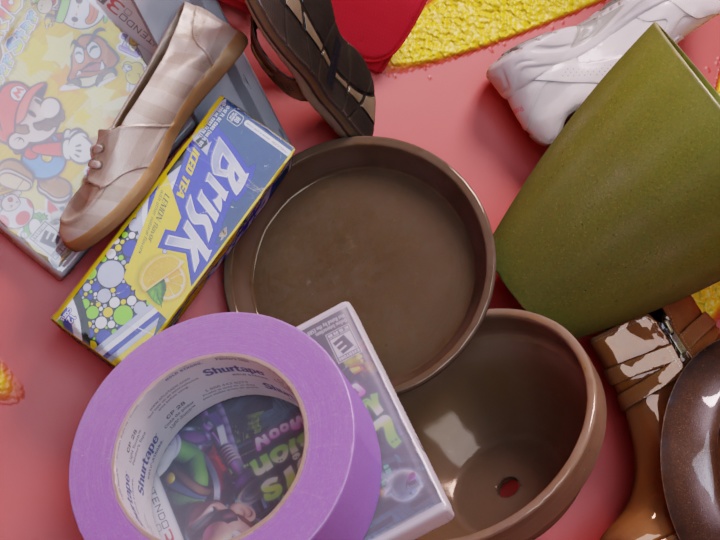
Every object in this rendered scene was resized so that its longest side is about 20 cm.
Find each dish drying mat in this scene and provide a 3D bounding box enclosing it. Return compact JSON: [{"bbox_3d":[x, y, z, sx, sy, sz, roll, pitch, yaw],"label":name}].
[{"bbox_3d":[-0.043,-0.210,1.355,0.200,0.018,0.077,21,108,-33],"label":"dish drying mat"}]

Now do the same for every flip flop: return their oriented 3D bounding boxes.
[{"bbox_3d":[-0.046,-0.161,1.337,0.058,0.200,0.081,-2,58,26],"label":"flip flop"}]

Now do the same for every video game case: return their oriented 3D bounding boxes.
[{"bbox_3d":[-0.224,-0.124,1.354,0.182,0.023,0.200,40,73,-2],"label":"video game case"},{"bbox_3d":[-0.060,0.138,1.264,0.200,0.023,0.182,-28,57,2],"label":"video game case"}]

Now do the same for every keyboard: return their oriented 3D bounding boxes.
[{"bbox_3d":[-0.116,-0.160,1.353,0.056,0.011,0.200,-29,108,-7],"label":"keyboard"}]

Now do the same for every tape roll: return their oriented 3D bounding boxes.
[{"bbox_3d":[-0.090,0.131,1.228,0.200,0.066,0.200,-9,60,16],"label":"tape roll"}]

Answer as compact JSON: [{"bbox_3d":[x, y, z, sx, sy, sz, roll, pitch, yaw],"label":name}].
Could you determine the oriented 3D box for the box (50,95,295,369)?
[{"bbox_3d":[-0.131,-0.022,1.317,0.070,0.064,0.200,36,82,0],"label":"box"}]

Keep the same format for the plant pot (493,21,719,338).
[{"bbox_3d":[0.196,-0.045,1.349,0.200,0.187,0.187,-39,89,14],"label":"plant pot"}]

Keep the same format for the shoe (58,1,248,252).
[{"bbox_3d":[-0.157,-0.103,1.308,0.053,0.070,0.200,40,75,-21],"label":"shoe"}]

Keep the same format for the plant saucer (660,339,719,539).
[{"bbox_3d":[0.301,0.145,1.356,0.200,0.032,0.200,8,76,-34],"label":"plant saucer"}]

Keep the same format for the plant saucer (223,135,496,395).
[{"bbox_3d":[0.000,0.000,1.343,0.200,0.029,0.200,-2,74,8],"label":"plant saucer"}]

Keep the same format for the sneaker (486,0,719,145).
[{"bbox_3d":[0.200,-0.157,1.436,0.200,0.078,0.099,-26,94,-10],"label":"sneaker"}]

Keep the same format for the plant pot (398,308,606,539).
[{"bbox_3d":[0.089,0.133,1.311,0.201,0.201,0.093,-50,132,-17],"label":"plant pot"}]

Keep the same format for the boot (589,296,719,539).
[{"bbox_3d":[0.217,0.114,1.367,0.200,0.077,0.155,-34,94,-22],"label":"boot"}]
